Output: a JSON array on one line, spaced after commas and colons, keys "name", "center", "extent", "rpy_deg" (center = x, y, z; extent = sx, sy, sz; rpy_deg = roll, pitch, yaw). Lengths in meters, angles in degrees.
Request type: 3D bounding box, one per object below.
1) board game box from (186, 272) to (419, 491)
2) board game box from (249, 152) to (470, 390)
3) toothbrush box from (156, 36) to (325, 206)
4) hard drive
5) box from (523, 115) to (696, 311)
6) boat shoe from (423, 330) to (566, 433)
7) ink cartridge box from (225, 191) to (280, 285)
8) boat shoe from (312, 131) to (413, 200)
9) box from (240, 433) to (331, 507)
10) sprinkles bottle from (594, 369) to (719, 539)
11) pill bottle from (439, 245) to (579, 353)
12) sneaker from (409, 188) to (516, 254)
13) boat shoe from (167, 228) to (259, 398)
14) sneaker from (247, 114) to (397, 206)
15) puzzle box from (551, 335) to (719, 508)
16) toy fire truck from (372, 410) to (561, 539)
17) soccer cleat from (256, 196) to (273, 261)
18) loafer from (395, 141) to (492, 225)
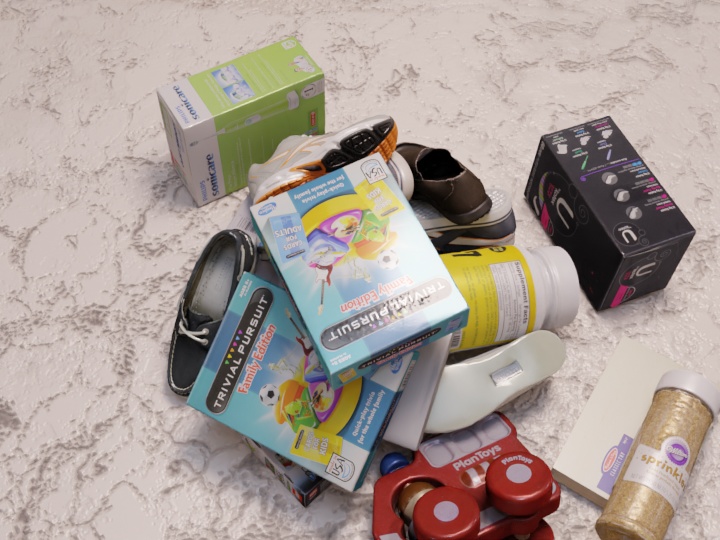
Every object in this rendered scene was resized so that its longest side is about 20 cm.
[{"name": "board game box", "center": [-0.061, 0.113, 0.936], "extent": [0.198, 0.047, 0.152], "rpy_deg": [24, 89, 14]}, {"name": "board game box", "center": [-0.004, -0.005, 0.906], "extent": [0.150, 0.047, 0.201], "rpy_deg": [-24, 65, -10]}, {"name": "toothbrush box", "center": [-0.150, -0.194, 1.179], "extent": [0.199, 0.146, 0.086], "rpy_deg": [-28, 60, -18]}, {"name": "hard drive", "center": [-0.012, 0.096, 0.972], "extent": [0.198, 0.026, 0.133], "rpy_deg": [18, 88, 15]}, {"name": "box", "center": [0.302, -0.072, 1.122], "extent": [0.105, 0.123, 0.201], "rpy_deg": [-17, 57, -14]}, {"name": "boat shoe", "center": [0.136, 0.131, 1.010], "extent": [0.199, 0.072, 0.071], "rpy_deg": [-23, 73, -11]}, {"name": "ink cartridge box", "center": [-0.098, -0.020, 1.102], "extent": [0.135, 0.077, 0.201], "rpy_deg": [20, 56, 12]}, {"name": "boat shoe", "center": [-0.022, -0.124, 1.140], "extent": [0.092, 0.076, 0.199], "rpy_deg": [-13, 25, -30]}, {"name": "box", "center": [-0.025, 0.155, 1.009], "extent": [0.199, 0.035, 0.110], "rpy_deg": [-37, 64, -24]}, {"name": "sprinkles bottle", "center": [0.311, 0.199, 0.938], "extent": [0.068, 0.069, 0.201], "rpy_deg": [27, 60, 16]}, {"name": "pill bottle", "center": [0.144, 0.032, 1.047], "extent": [0.198, 0.115, 0.115], "rpy_deg": [-8, 55, -15]}, {"name": "sneaker", "center": [0.101, -0.054, 1.138], "extent": [0.198, 0.080, 0.079], "rpy_deg": [4, 44, 32]}, {"name": "boat shoe", "center": [-0.176, 0.047, 1.014], "extent": [0.075, 0.060, 0.202], "rpy_deg": [16, 88, 12]}, {"name": "sneaker", "center": [-0.052, -0.141, 1.080], "extent": [0.199, 0.076, 0.092], "rpy_deg": [-29, 50, -1]}, {"name": "puzzle box", "center": [0.311, 0.180, 1.007], "extent": [0.132, 0.026, 0.200], "rpy_deg": [29, 60, 17]}, {"name": "toy fire truck", "center": [0.100, 0.234, 0.928], "extent": [0.198, 0.113, 0.168], "rpy_deg": [-21, 34, -16]}, {"name": "soccer cleat", "center": [-0.026, -0.044, 0.993], "extent": [0.198, 0.070, 0.087], "rpy_deg": [5, 83, 21]}, {"name": "loafer", "center": [0.090, -0.126, 1.108], "extent": [0.073, 0.072, 0.200], "rpy_deg": [-34, 36, -15]}]
